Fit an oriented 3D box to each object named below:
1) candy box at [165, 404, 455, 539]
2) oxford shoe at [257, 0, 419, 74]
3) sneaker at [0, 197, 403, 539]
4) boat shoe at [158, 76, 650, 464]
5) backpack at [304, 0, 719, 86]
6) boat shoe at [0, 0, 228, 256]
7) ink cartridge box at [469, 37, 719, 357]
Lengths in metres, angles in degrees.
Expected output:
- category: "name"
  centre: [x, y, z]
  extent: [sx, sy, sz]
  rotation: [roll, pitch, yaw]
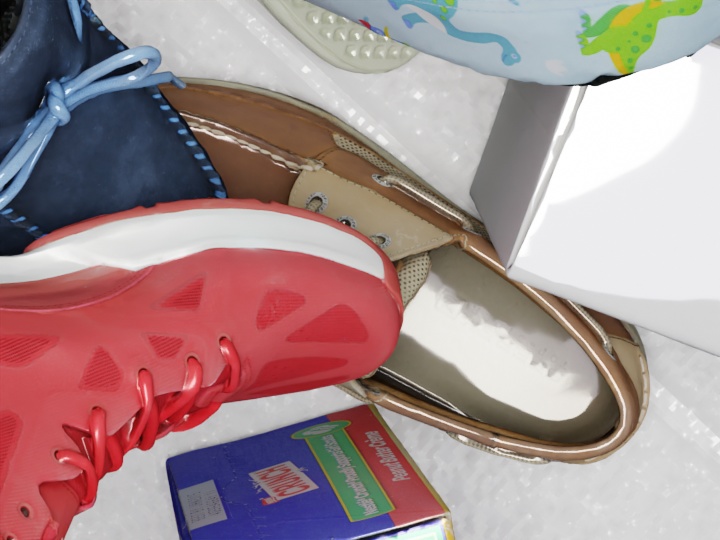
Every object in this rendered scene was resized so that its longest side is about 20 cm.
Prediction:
- category: "candy box"
  centre: [0.006, 0.153, 0.838]
  extent: [0.077, 0.169, 0.200]
  rotation: [-17, 100, -3]
- category: "oxford shoe"
  centre: [-0.039, -0.145, 0.849]
  extent: [0.075, 0.058, 0.200]
  rotation: [-44, 114, -16]
- category: "sneaker"
  centre: [-0.072, 0.048, 0.752]
  extent: [0.200, 0.116, 0.078]
  rotation: [-4, 143, -20]
- category: "boat shoe"
  centre: [0.000, 0.000, 0.862]
  extent: [0.200, 0.072, 0.076]
  rotation: [23, 97, -6]
- category: "backpack"
  centre: [0.040, -0.123, 0.730]
  extent: [0.163, 0.200, 0.154]
  rotation: [-27, 139, -18]
- category: "boat shoe"
  centre: [-0.110, -0.054, 0.769]
  extent: [0.200, 0.069, 0.084]
  rotation: [35, 77, -29]
- category: "ink cartridge box"
  centre: [0.140, -0.014, 0.829]
  extent: [0.200, 0.146, 0.086]
  rotation: [19, 100, -5]
